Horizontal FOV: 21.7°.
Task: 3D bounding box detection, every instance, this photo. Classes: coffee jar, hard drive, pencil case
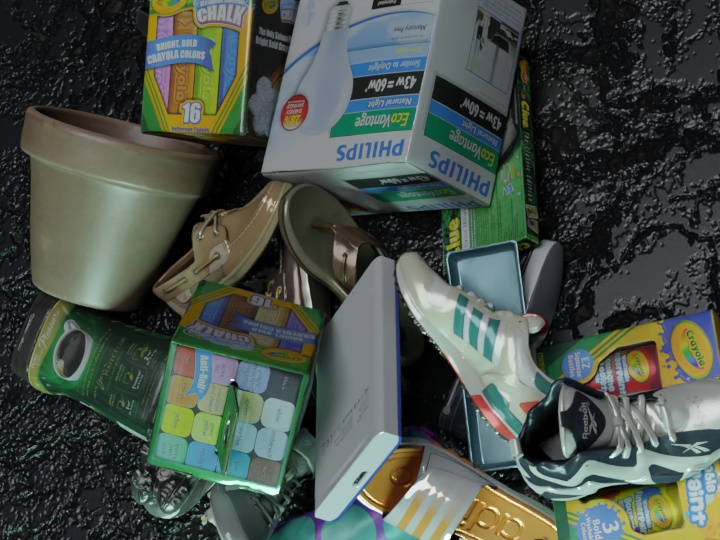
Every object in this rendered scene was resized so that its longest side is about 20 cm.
[{"bbox_3d":[-0.250,0.093,1.861,0.200,0.085,0.104,22,91,28],"label":"coffee jar"},{"bbox_3d":[-0.003,0.102,1.646,0.132,0.025,0.200,-55,25,41],"label":"hard drive"},{"bbox_3d":[0.006,0.223,1.703,0.200,0.085,0.092,-36,76,9],"label":"pencil case"}]

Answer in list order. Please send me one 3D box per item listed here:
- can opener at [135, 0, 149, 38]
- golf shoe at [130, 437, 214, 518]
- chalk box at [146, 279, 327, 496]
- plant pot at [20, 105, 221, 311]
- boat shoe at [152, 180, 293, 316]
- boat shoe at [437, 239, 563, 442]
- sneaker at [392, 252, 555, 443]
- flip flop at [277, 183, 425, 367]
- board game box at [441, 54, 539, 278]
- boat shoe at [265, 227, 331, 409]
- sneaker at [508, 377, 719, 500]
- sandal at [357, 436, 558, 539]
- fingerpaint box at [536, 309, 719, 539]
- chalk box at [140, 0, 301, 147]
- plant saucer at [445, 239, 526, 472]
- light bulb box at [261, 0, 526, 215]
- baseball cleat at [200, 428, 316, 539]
[{"bbox_3d":[-0.151,-0.238,1.954,0.200,0.053,0.067,35,124,31],"label":"can opener"},{"bbox_3d":[-0.149,0.147,1.797,0.078,0.095,0.200,29,75,19],"label":"golf shoe"},{"bbox_3d":[-0.110,0.109,1.639,0.124,0.200,0.125,15,109,1],"label":"chalk box"},{"bbox_3d":[-0.256,-0.058,1.872,0.200,0.200,0.175,20,99,28],"label":"plant pot"},{"bbox_3d":[-0.134,-0.023,1.809,0.065,0.071,0.200,35,125,-9],"label":"boat shoe"},{"bbox_3d":[0.126,0.061,1.715,0.068,0.072,0.200,19,89,27],"label":"boat shoe"},{"bbox_3d":[0.112,0.052,1.632,0.093,0.070,0.200,-36,72,8],"label":"sneaker"},{"bbox_3d":[0.000,0.000,1.748,0.200,0.081,0.058,56,141,1],"label":"flip flop"},{"bbox_3d":[0.118,-0.097,1.759,0.105,0.023,0.200,-23,55,37],"label":"board game box"},{"bbox_3d":[-0.061,0.036,1.805,0.059,0.072,0.200,-14,73,17],"label":"boat shoe"},{"bbox_3d":[0.211,0.128,1.531,0.199,0.130,0.080,-14,69,21],"label":"sneaker"},{"bbox_3d":[0.093,0.210,1.623,0.207,0.059,0.079,23,106,-6],"label":"sandal"},{"bbox_3d":[0.248,0.151,1.623,0.167,0.073,0.200,-13,69,20],"label":"fingerpaint box"},{"bbox_3d":[-0.126,-0.225,1.829,0.124,0.125,0.200,3,88,28],"label":"chalk box"},{"bbox_3d":[0.121,0.077,1.667,0.070,0.019,0.200,-11,80,22],"label":"plant saucer"},{"bbox_3d":[0.031,-0.167,1.769,0.198,0.125,0.200,-2,71,45],"label":"light bulb box"},{"bbox_3d":[-0.083,0.193,1.706,0.106,0.200,0.070,-28,108,10],"label":"baseball cleat"}]
